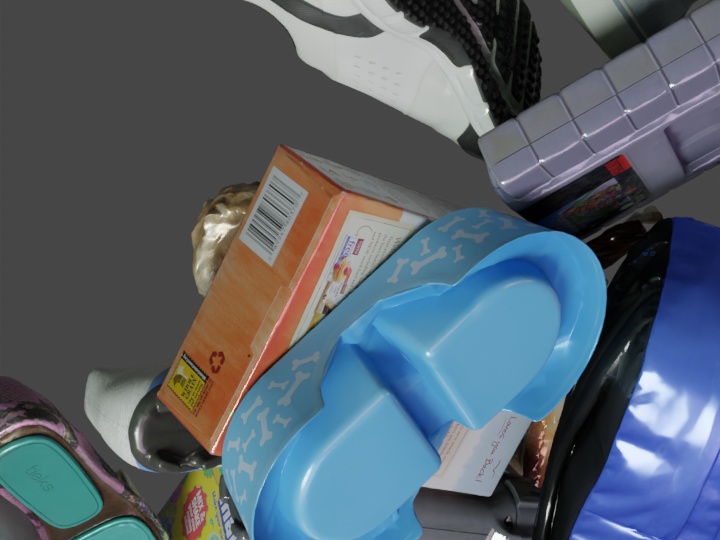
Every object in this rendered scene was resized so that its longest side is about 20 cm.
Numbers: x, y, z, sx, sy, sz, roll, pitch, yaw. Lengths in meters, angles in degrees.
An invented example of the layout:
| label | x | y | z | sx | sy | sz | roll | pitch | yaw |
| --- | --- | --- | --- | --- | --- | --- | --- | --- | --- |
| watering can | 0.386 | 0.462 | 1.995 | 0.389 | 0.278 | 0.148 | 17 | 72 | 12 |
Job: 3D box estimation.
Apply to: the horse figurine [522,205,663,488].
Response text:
| label | x | y | z | sx | sy | sz | roll | pitch | yaw |
| --- | --- | --- | --- | --- | --- | --- | --- | --- | --- |
| horse figurine | 0.133 | 0.046 | 0.866 | 0.132 | 0.050 | 0.200 | -31 | 138 | -12 |

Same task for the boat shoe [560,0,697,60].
| label | x | y | z | sx | sy | sz | roll | pitch | yaw |
| --- | --- | --- | --- | --- | --- | --- | --- | --- | --- |
| boat shoe | 0.096 | -0.167 | 0.642 | 0.071 | 0.070 | 0.201 | -38 | 140 | 7 |

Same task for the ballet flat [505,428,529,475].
| label | x | y | z | sx | sy | sz | roll | pitch | yaw |
| --- | --- | --- | --- | --- | --- | --- | --- | --- | --- |
| ballet flat | 0.083 | 0.087 | 0.922 | 0.062 | 0.067 | 0.200 | -52 | 139 | -6 |

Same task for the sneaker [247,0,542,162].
| label | x | y | z | sx | sy | sz | roll | pitch | yaw |
| --- | --- | --- | --- | --- | --- | --- | --- | --- | --- |
| sneaker | 0.020 | -0.108 | 0.683 | 0.080 | 0.074 | 0.200 | -6 | 153 | 31 |

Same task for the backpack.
| label | x | y | z | sx | sy | sz | roll | pitch | yaw |
| --- | --- | --- | --- | --- | --- | --- | --- | --- | --- |
| backpack | 0.182 | 0.080 | 0.754 | 0.167 | 0.163 | 0.201 | 12 | 123 | 4 |

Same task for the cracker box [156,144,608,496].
| label | x | y | z | sx | sy | sz | roll | pitch | yaw |
| --- | --- | --- | --- | --- | --- | --- | --- | --- | --- |
| cracker box | 0.016 | 0.031 | 0.734 | 0.199 | 0.058 | 0.134 | 17 | 105 | -44 |

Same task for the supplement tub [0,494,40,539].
| label | x | y | z | sx | sy | sz | roll | pitch | yaw |
| --- | --- | --- | --- | --- | --- | --- | --- | --- | --- |
| supplement tub | -0.279 | 0.187 | 0.841 | 0.199 | 0.123 | 0.123 | -19 | 139 | 2 |

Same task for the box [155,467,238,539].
| label | x | y | z | sx | sy | sz | roll | pitch | yaw |
| --- | --- | --- | --- | --- | --- | --- | --- | --- | --- |
| box | -0.004 | 0.212 | 0.906 | 0.192 | 0.201 | 0.122 | 14 | 130 | -30 |

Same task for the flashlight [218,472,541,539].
| label | x | y | z | sx | sy | sz | roll | pitch | yaw |
| --- | --- | --- | --- | --- | --- | --- | --- | --- | --- |
| flashlight | 0.020 | 0.125 | 0.824 | 0.199 | 0.068 | 0.068 | 14 | 153 | -40 |

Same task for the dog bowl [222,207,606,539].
| label | x | y | z | sx | sy | sz | roll | pitch | yaw |
| --- | --- | --- | --- | --- | --- | --- | --- | --- | --- |
| dog bowl | 0.021 | 0.052 | 0.674 | 0.200 | 0.050 | 0.112 | -43 | 136 | -8 |

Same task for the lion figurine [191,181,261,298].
| label | x | y | z | sx | sy | sz | roll | pitch | yaw |
| --- | --- | --- | --- | --- | --- | --- | --- | --- | --- |
| lion figurine | 0.000 | 0.000 | 0.791 | 0.199 | 0.073 | 0.123 | -10 | 130 | -30 |

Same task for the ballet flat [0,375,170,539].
| label | x | y | z | sx | sy | sz | roll | pitch | yaw |
| --- | --- | --- | --- | --- | --- | --- | --- | --- | --- |
| ballet flat | -0.159 | 0.129 | 0.857 | 0.069 | 0.071 | 0.200 | -24 | 132 | 2 |

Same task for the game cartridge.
| label | x | y | z | sx | sy | sz | roll | pitch | yaw |
| --- | --- | --- | --- | --- | --- | --- | --- | --- | --- |
| game cartridge | 0.133 | -0.061 | 0.720 | 0.129 | 0.038 | 0.200 | -34 | 165 | 11 |

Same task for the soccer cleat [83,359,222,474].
| label | x | y | z | sx | sy | sz | roll | pitch | yaw |
| --- | --- | --- | --- | --- | --- | --- | --- | --- | --- |
| soccer cleat | -0.062 | 0.076 | 0.846 | 0.199 | 0.086 | 0.070 | 9 | 99 | -41 |
